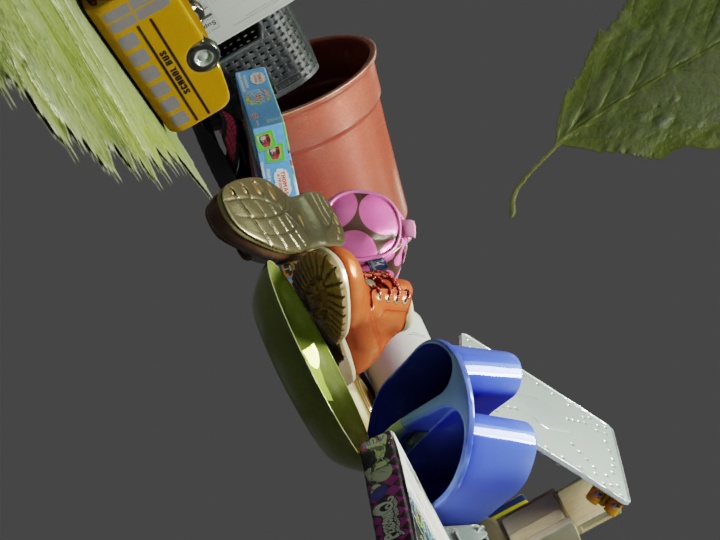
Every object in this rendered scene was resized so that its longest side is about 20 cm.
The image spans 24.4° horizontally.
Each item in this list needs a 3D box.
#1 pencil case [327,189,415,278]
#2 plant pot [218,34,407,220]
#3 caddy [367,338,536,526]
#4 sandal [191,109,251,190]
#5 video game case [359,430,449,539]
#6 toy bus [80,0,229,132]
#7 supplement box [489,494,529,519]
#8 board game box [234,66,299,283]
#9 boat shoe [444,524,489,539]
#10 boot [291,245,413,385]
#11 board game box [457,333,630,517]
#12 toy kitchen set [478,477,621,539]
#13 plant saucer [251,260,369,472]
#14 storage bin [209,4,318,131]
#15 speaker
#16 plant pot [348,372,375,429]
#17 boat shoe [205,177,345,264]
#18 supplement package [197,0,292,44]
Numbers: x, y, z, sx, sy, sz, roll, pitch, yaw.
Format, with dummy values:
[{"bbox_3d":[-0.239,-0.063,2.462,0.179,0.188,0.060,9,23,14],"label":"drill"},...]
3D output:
[{"bbox_3d":[0.000,0.000,1.673,0.200,0.092,0.092,101,-18,-66],"label":"pencil case"},{"bbox_3d":[-0.045,-0.125,1.830,0.201,0.199,0.197,-111,179,-64],"label":"plant pot"},{"bbox_3d":[0.067,0.146,1.460,0.200,0.104,0.143,129,-41,-50],"label":"caddy"},{"bbox_3d":[-0.125,-0.111,1.617,0.201,0.045,0.075,64,4,26],"label":"sandal"},{"bbox_3d":[0.059,0.259,1.339,0.182,0.035,0.201,-103,169,-53],"label":"video game case"},{"bbox_3d":[-0.175,-0.210,1.390,0.201,0.078,0.065,58,6,-49],"label":"toy bus"},{"bbox_3d":[0.186,0.371,1.914,0.109,0.109,0.200,60,5,-26],"label":"supplement box"},{"bbox_3d":[-0.082,-0.081,1.655,0.152,0.036,0.202,-111,-170,-61],"label":"board game box"},{"bbox_3d":[0.106,0.294,1.666,0.070,0.071,0.202,58,5,-44],"label":"boat shoe"},{"bbox_3d":[-0.001,0.023,1.531,0.075,0.107,0.201,50,-16,25],"label":"boot"},{"bbox_3d":[0.180,0.156,1.713,0.199,0.026,0.200,32,16,-6],"label":"board game box"},{"bbox_3d":[0.149,0.219,1.766,0.182,0.198,0.163,63,2,18],"label":"toy kitchen set"},{"bbox_3d":[-0.044,0.087,1.416,0.202,0.031,0.200,63,3,-7],"label":"plant saucer"},{"bbox_3d":[-0.132,-0.245,1.775,0.094,0.134,0.200,59,4,-27],"label":"storage bin"},{"bbox_3d":[0.057,0.127,1.720,0.082,0.081,0.201,58,5,-41],"label":"speaker"},{"bbox_3d":[0.003,0.143,1.690,0.202,0.027,0.200,61,4,-7],"label":"plant pot"},{"bbox_3d":[-0.084,-0.033,1.483,0.200,0.067,0.073,5,57,-65],"label":"boat shoe"},{"bbox_3d":[-0.165,-0.306,1.623,0.111,0.155,0.201,58,5,-31],"label":"supplement package"}]
